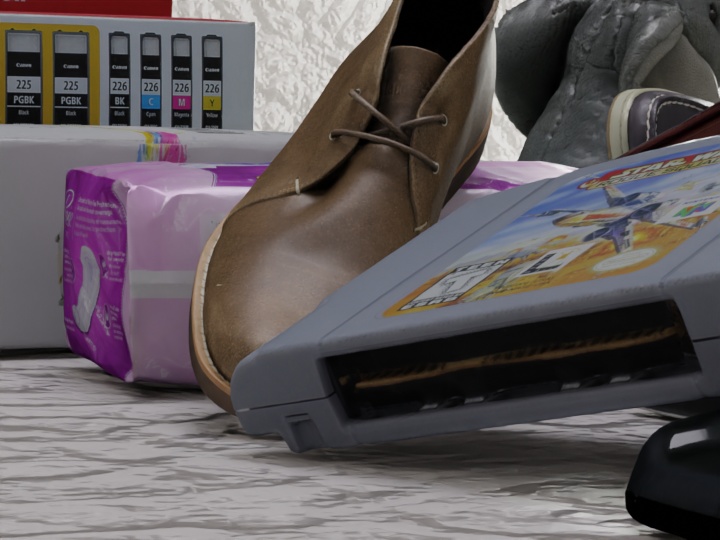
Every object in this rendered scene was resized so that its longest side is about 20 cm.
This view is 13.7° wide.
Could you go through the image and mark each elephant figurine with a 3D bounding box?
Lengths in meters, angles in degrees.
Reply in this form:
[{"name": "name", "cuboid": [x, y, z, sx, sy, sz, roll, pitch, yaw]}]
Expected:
[{"name": "elephant figurine", "cuboid": [0.129, -0.085, 1.444, 0.141, 0.201, 0.155, 2, 4, 11]}]

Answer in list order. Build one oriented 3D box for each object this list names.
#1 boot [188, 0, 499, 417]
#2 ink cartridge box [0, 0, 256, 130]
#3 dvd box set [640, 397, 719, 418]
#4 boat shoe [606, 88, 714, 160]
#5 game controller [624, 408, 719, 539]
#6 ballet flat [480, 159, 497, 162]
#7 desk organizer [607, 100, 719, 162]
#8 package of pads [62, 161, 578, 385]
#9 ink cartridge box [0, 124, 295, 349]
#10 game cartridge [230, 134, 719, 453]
[{"name": "boot", "cuboid": [-0.001, -0.030, 0.940, 0.073, 0.076, 0.200, 21, 42, 4]}, {"name": "ink cartridge box", "cuboid": [-0.152, -0.073, 1.358, 0.199, 0.176, 0.084, -2, 4, -33]}, {"name": "dvd box set", "cuboid": [0.207, 0.034, 0.959, 0.199, 0.030, 0.146, -1, 4, -28]}, {"name": "boat shoe", "cuboid": [0.192, -0.036, 1.366, 0.065, 0.072, 0.200, -14, -32, 43]}, {"name": "game controller", "cuboid": [0.142, 0.053, 0.660, 0.104, 0.042, 0.200, -16, 10, -23]}, {"name": "ballet flat", "cuboid": [0.005, -0.006, 1.246, 0.064, 0.076, 0.200, -7, -3, -26]}, {"name": "desk organizer", "cuboid": [0.150, -0.017, 1.071, 0.071, 0.077, 0.200, -3, -6, -11]}, {"name": "package of pads", "cuboid": [0.000, 0.000, 1.051, 0.199, 0.076, 0.120, 0, 4, -16]}, {"name": "ink cartridge box", "cuboid": [-0.115, -0.016, 1.189, 0.199, 0.085, 0.144, 1, 3, -30]}, {"name": "game cartridge", "cuboid": [0.074, 0.000, 0.822, 0.200, 0.042, 0.133, -11, 20, 42]}]
